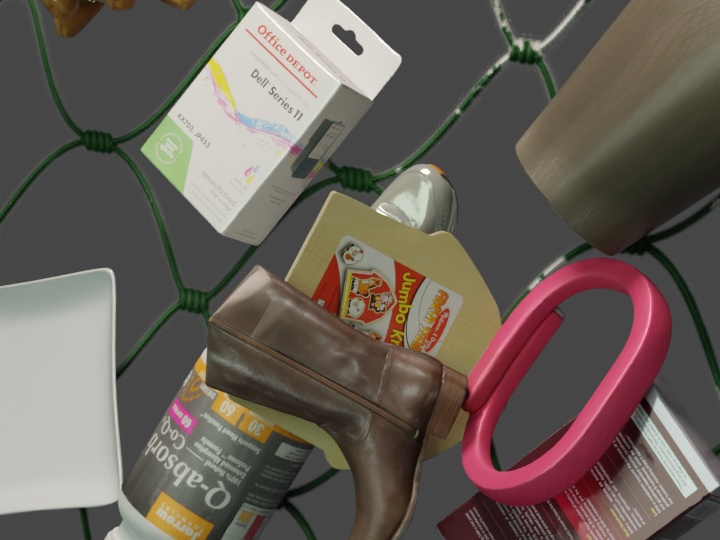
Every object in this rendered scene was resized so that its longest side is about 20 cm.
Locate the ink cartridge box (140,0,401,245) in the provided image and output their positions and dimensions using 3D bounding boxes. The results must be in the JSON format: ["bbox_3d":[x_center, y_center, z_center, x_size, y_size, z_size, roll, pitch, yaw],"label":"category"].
[{"bbox_3d":[-0.073,-0.135,1.648,0.117,0.067,0.200,44,101,25],"label":"ink cartridge box"}]

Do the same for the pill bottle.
[{"bbox_3d":[-0.121,0.168,1.591,0.116,0.116,0.201,34,96,26],"label":"pill bottle"}]

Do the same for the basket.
[{"bbox_3d":[0.222,-0.119,1.473,0.200,0.136,0.181,-42,62,17],"label":"basket"}]

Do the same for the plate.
[{"bbox_3d":[-0.286,0.110,1.727,0.198,0.032,0.202,-9,77,23],"label":"plate"}]

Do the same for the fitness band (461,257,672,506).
[{"bbox_3d":[0.147,0.082,1.479,0.201,0.037,0.143,-55,36,-8],"label":"fitness band"}]

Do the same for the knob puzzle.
[{"bbox_3d":[0.023,0.060,1.538,0.217,0.030,0.222,-1,96,-11],"label":"knob puzzle"}]

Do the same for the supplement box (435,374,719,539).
[{"bbox_3d":[0.167,0.177,1.483,0.200,0.061,0.109,-38,67,14],"label":"supplement box"}]

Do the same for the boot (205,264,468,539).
[{"bbox_3d":[-0.043,0.115,1.485,0.199,0.064,0.188,25,85,-13],"label":"boot"}]

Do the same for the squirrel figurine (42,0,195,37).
[{"bbox_3d":[-0.239,-0.313,1.692,0.140,0.186,0.202,-2,80,25],"label":"squirrel figurine"}]

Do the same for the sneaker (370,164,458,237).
[{"bbox_3d":[0.000,0.000,1.576,0.076,0.092,0.201,38,97,26],"label":"sneaker"}]
